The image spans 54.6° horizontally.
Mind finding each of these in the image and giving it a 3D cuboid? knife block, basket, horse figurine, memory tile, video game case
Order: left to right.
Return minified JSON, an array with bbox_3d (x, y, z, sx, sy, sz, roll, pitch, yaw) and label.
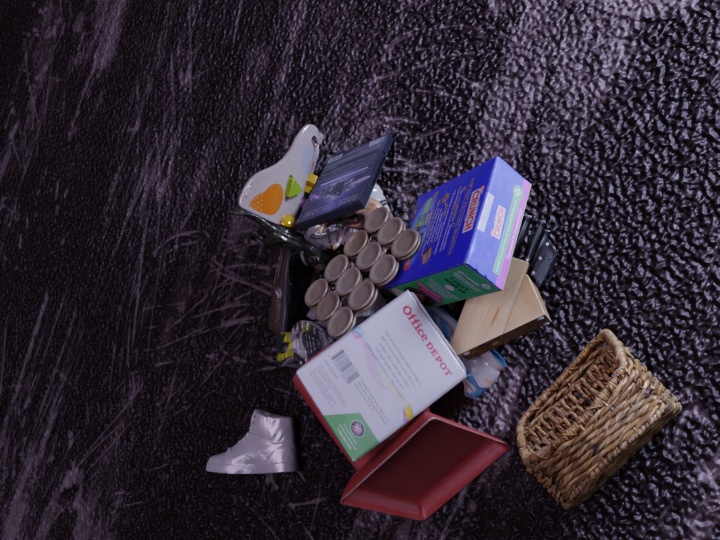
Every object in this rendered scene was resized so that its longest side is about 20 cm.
[{"bbox_3d":[-0.026,-0.156,1.213,0.141,0.019,0.202,-16,36,32],"label":"video game case"},{"bbox_3d":[0.000,0.000,1.064,0.201,0.017,0.153,-50,35,1],"label":"memory tile"},{"bbox_3d":[0.015,-0.064,1.152,0.132,0.050,0.200,-40,59,-2],"label":"horse figurine"},{"bbox_3d":[0.197,0.012,1.016,0.197,0.064,0.179,-27,67,16],"label":"knife block"},{"bbox_3d":[0.294,0.191,0.924,0.201,0.142,0.150,-50,59,17],"label":"basket"}]

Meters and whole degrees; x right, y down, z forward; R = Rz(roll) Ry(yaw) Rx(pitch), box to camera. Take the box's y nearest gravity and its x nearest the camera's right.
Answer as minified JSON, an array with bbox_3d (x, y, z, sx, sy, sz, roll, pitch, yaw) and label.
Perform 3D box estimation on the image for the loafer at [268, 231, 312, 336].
[{"bbox_3d":[-0.142,0.028,1.303,0.070,0.072,0.205,5,85,36],"label":"loafer"}]

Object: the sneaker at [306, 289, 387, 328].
[{"bbox_3d":[-0.009,0.075,1.161,0.077,0.081,0.199,-48,20,-25],"label":"sneaker"}]

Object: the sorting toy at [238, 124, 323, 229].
[{"bbox_3d":[-0.119,-0.175,1.271,0.105,0.200,0.183,26,96,4],"label":"sorting toy"}]

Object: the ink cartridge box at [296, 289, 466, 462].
[{"bbox_3d":[0.029,0.146,0.983,0.198,0.088,0.147,-35,83,-6],"label":"ink cartridge box"}]

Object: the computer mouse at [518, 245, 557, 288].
[{"bbox_3d":[0.194,-0.009,1.084,0.198,0.052,0.141,27,99,35],"label":"computer mouse"}]

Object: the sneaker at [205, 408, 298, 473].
[{"bbox_3d":[-0.202,0.320,1.304,0.196,0.073,0.118,-10,75,24],"label":"sneaker"}]

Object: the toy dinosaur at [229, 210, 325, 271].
[{"bbox_3d":[-0.149,-0.059,1.214,0.088,0.197,0.048,-7,59,61],"label":"toy dinosaur"}]

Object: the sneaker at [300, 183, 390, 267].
[{"bbox_3d":[-0.029,-0.064,1.238,0.200,0.075,0.088,-45,60,21],"label":"sneaker"}]

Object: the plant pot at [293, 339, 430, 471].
[{"bbox_3d":[0.016,0.203,1.102,0.199,0.199,0.180,-37,71,24],"label":"plant pot"}]

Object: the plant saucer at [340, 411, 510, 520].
[{"bbox_3d":[0.093,0.286,1.028,0.200,0.198,0.037,-47,42,19],"label":"plant saucer"}]

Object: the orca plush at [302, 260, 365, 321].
[{"bbox_3d":[-0.041,0.025,1.234,0.198,0.071,0.107,-27,68,29],"label":"orca plush"}]

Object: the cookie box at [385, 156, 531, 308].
[{"bbox_3d":[0.138,-0.046,1.008,0.199,0.074,0.174,-21,43,59],"label":"cookie box"}]

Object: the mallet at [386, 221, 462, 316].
[{"bbox_3d":[0.110,-0.007,1.139,0.066,0.041,0.200,-55,50,10],"label":"mallet"}]

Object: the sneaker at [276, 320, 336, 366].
[{"bbox_3d":[-0.080,0.125,1.204,0.199,0.083,0.076,-14,78,61],"label":"sneaker"}]

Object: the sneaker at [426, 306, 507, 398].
[{"bbox_3d":[0.131,0.112,1.092,0.200,0.076,0.081,42,99,32],"label":"sneaker"}]
